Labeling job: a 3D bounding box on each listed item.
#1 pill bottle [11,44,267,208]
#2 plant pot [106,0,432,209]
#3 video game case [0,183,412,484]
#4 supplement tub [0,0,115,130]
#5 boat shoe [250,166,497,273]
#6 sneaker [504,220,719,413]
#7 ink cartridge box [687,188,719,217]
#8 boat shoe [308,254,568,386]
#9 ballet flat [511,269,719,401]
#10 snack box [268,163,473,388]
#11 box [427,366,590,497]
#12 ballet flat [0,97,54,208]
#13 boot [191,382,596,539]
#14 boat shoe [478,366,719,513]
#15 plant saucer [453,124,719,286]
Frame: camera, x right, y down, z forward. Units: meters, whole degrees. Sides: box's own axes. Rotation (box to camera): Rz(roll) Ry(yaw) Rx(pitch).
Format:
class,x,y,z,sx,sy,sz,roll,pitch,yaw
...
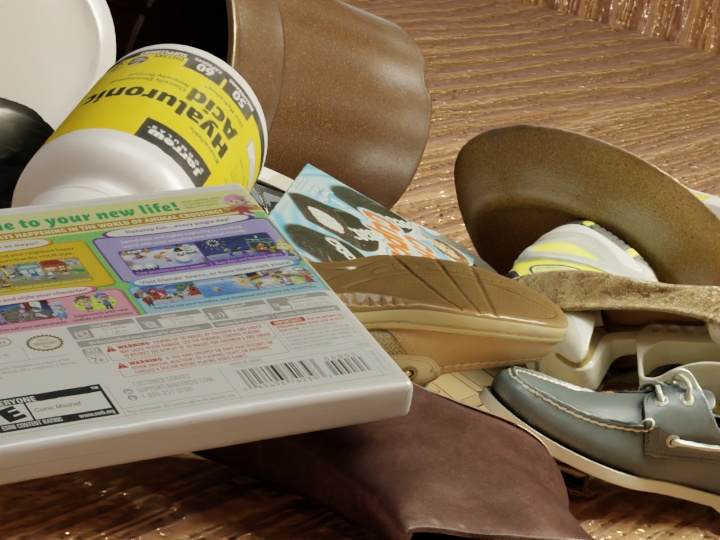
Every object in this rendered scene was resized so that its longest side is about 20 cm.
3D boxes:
class,x,y,z,sx,sy,sz,roll,pitch,yaw
pill bottle,-0.127,-0.040,1.243,0.111,0.112,0.200,14,30,7
plant pot,-0.072,-0.116,1.509,0.198,0.201,0.200,11,11,-42
video game case,-0.105,0.022,0.989,0.199,0.022,0.182,-8,34,-28
supplement tub,-0.248,-0.137,1.437,0.140,0.141,0.200,6,-1,-24
boat shoe,-0.008,0.002,1.363,0.199,0.072,0.068,20,52,2
sneaker,0.162,0.051,1.262,0.200,0.076,0.076,33,42,28
ink cartridge box,0.233,-0.005,1.483,0.199,0.084,0.145,19,5,25
boat shoe,0.003,0.033,1.100,0.199,0.065,0.071,3,22,-15
ballet flat,0.142,0.039,1.178,0.199,0.071,0.065,-2,32,29
snack box,0.000,0.000,1.233,0.116,0.037,0.200,30,14,-1
box,0.034,0.064,1.199,0.163,0.021,0.200,12,14,-3
ballet flat,-0.194,-0.053,1.334,0.057,0.067,0.200,6,-13,32
boot,0.002,0.082,0.984,0.199,0.073,0.166,13,11,-14
boat shoe,0.154,0.075,1.113,0.199,0.062,0.073,19,14,-18
plant saucer,0.139,-0.009,1.371,0.199,0.036,0.200,24,-26,13
